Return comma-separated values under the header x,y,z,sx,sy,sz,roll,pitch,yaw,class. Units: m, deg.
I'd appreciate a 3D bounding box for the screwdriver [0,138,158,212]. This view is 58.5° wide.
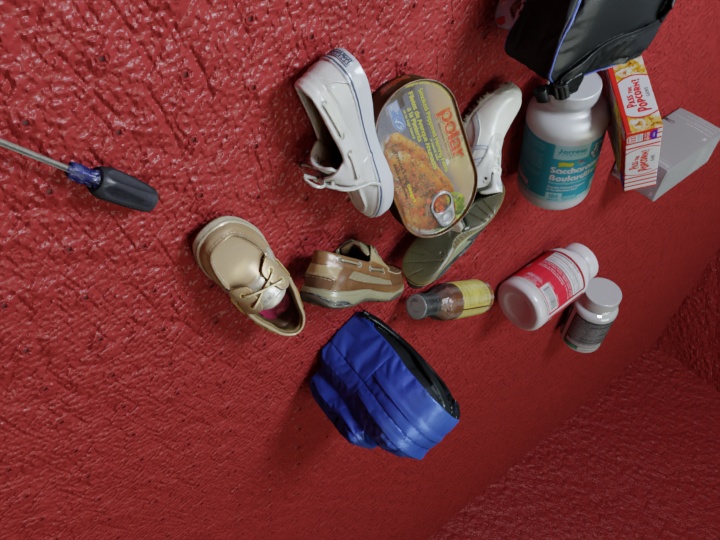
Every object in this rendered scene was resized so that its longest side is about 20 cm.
x,y,z,sx,sy,sz,roll,pitch,yaw,class
-0.227,-0.081,0.467,0.028,0.029,0.200,-51,147,9,screwdriver

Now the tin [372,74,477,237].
x,y,z,sx,sy,sz,roll,pitch,yaw,class
0.069,-0.126,0.726,0.112,0.042,0.200,-33,131,-8,tin

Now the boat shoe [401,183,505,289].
x,y,z,sx,sy,sz,roll,pitch,yaw,class
0.127,-0.055,0.915,0.201,0.072,0.066,-50,173,-14,boat shoe

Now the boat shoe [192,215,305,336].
x,y,z,sx,sy,sz,roll,pitch,yaw,class
-0.106,0.013,0.687,0.074,0.069,0.200,-44,150,-6,boat shoe

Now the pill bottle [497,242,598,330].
x,y,z,sx,sy,sz,roll,pitch,yaw,class
0.380,0.026,1.287,0.200,0.112,0.112,-31,147,-26,pill bottle

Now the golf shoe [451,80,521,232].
x,y,z,sx,sy,sz,roll,pitch,yaw,class
0.157,-0.138,0.819,0.078,0.097,0.200,12,116,-55,golf shoe

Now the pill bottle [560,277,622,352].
x,y,z,sx,sy,sz,roll,pitch,yaw,class
0.606,0.118,1.691,0.113,0.113,0.200,-31,147,-26,pill bottle

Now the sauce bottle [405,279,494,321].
x,y,z,sx,sy,sz,roll,pitch,yaw,class
0.149,0.049,1.068,0.200,0.066,0.066,-1,128,-51,sauce bottle

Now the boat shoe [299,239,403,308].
x,y,z,sx,sy,sz,roll,pitch,yaw,class
0.000,0.000,0.804,0.200,0.076,0.074,-9,106,-63,boat shoe

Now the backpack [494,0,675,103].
x,y,z,sx,sy,sz,roll,pitch,yaw,class
0.253,-0.301,0.690,0.190,0.154,0.200,-13,143,-32,backpack

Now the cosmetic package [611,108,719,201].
x,y,z,sx,sy,sz,roll,pitch,yaw,class
0.608,-0.233,1.278,0.200,0.107,0.090,-32,148,-28,cosmetic package

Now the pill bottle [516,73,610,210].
x,y,z,sx,sy,sz,roll,pitch,yaw,class
0.285,-0.187,0.910,0.111,0.111,0.200,-37,149,-17,pill bottle

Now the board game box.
x,y,z,sx,sy,sz,roll,pitch,yaw,class
0.361,-0.232,0.879,0.046,0.200,0.152,-12,154,16,board game box

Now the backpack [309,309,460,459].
x,y,z,sx,sy,sz,roll,pitch,yaw,class
0.040,0.190,0.959,0.168,0.200,0.162,-49,151,4,backpack

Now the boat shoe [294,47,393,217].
x,y,z,sx,sy,sz,roll,pitch,yaw,class
-0.025,-0.112,0.637,0.086,0.075,0.202,-38,147,-16,boat shoe
